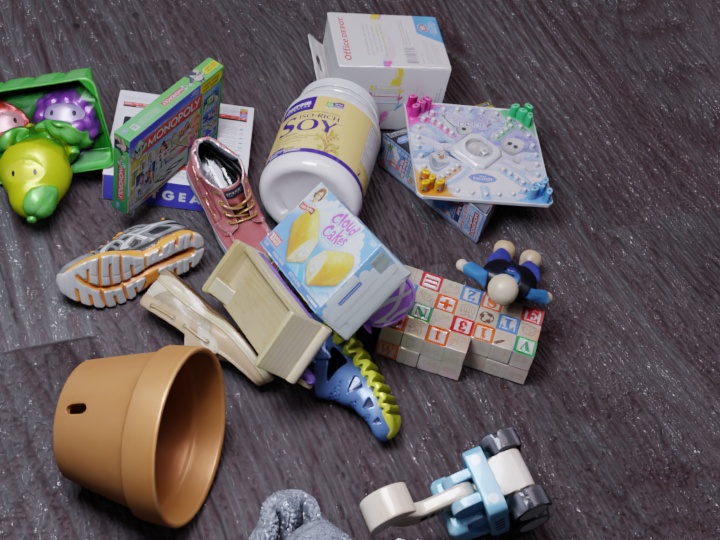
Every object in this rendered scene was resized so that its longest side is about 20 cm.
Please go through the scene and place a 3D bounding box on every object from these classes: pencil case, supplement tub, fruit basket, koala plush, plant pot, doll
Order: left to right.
[{"bbox_3d":[-0.435,-0.168,1.768,0.214,0.156,0.216,-7,32,5],"label":"fruit basket"},{"bbox_3d":[-0.251,0.178,1.488,0.139,0.201,0.201,6,45,15],"label":"plant pot"},{"bbox_3d":[-0.051,-0.160,1.859,0.144,0.146,0.201,15,47,1],"label":"supplement tub"},{"bbox_3d":[-0.022,0.332,1.405,0.199,0.178,0.184,13,36,4],"label":"koala plush"},{"bbox_3d":[0.000,0.000,1.724,0.085,0.084,0.200,-39,31,-2],"label":"pencil case"},{"bbox_3d":[0.193,0.008,1.769,0.136,0.049,0.200,20,17,5],"label":"doll"}]

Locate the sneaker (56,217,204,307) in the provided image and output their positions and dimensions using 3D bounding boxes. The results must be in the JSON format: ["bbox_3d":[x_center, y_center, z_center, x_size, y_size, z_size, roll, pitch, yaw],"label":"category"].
[{"bbox_3d":[-0.304,-0.014,1.725,0.199,0.079,0.077,-19,41,-31],"label":"sneaker"}]

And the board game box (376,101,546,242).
[{"bbox_3d":[0.161,-0.141,1.948,0.199,0.062,0.200,-19,56,-28],"label":"board game box"}]

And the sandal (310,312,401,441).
[{"bbox_3d":[-0.021,0.134,1.658,0.087,0.080,0.200,-35,64,1],"label":"sandal"}]

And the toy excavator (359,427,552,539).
[{"bbox_3d":[0.107,0.262,1.505,0.199,0.195,0.100,-25,65,-3],"label":"toy excavator"}]

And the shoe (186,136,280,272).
[{"bbox_3d":[-0.168,-0.082,1.762,0.071,0.091,0.201,-30,80,-16],"label":"shoe"}]

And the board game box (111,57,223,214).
[{"bbox_3d":[-0.256,-0.180,1.770,0.029,0.135,0.200,31,50,15],"label":"board game box"}]

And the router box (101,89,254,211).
[{"bbox_3d":[-0.256,-0.169,1.886,0.199,0.049,0.180,8,47,-6],"label":"router box"}]

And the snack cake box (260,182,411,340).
[{"bbox_3d":[-0.033,-0.016,1.644,0.115,0.067,0.200,-46,35,3],"label":"snack cake box"}]

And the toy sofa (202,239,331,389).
[{"bbox_3d":[-0.107,0.053,1.635,0.097,0.083,0.200,28,12,-37],"label":"toy sofa"}]

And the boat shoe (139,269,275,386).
[{"bbox_3d":[-0.191,0.084,1.667,0.200,0.071,0.065,41,87,17],"label":"boat shoe"}]

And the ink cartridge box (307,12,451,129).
[{"bbox_3d":[0.020,-0.302,2.018,0.199,0.126,0.129,0,48,-12],"label":"ink cartridge box"}]

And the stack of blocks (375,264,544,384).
[{"bbox_3d":[0.131,0.081,1.740,0.199,0.059,0.116,18,47,3],"label":"stack of blocks"}]

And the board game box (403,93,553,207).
[{"bbox_3d":[0.170,-0.177,1.923,0.199,0.026,0.201,3,48,-10],"label":"board game box"}]
